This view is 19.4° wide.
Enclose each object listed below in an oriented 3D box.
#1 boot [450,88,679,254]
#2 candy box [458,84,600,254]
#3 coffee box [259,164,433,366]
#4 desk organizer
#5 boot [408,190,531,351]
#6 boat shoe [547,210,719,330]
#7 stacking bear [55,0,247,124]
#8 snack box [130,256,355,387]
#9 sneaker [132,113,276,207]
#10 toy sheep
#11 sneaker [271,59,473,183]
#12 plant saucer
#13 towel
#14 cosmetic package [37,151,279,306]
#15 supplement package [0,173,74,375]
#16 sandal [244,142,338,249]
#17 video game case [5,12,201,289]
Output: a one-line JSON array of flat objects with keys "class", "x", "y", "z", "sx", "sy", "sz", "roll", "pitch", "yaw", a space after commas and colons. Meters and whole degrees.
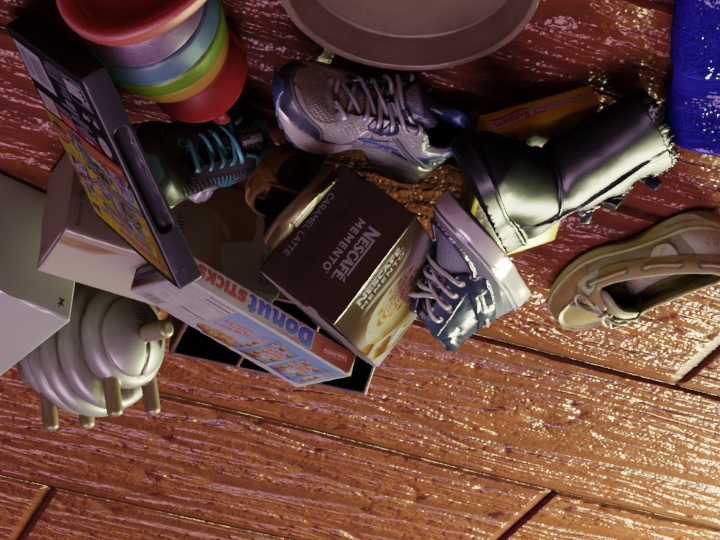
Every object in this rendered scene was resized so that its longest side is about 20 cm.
[{"class": "boot", "x": 0.164, "y": -0.089, "z": 1.652, "sx": 0.162, "sy": 0.074, "sz": 0.198, "roll": -28, "pitch": 159, "yaw": 5}, {"class": "candy box", "x": 0.133, "y": -0.075, "z": 1.755, "sx": 0.102, "sy": 0.026, "sz": 0.200, "roll": -19, "pitch": 152, "yaw": -18}, {"class": "coffee box", "x": 0.000, "y": 0.000, "z": 1.761, "sx": 0.080, "sy": 0.115, "sz": 0.200, "roll": 36, "pitch": 177, "yaw": 16}, {"class": "desk organizer", "x": -0.074, "y": 0.049, "z": 1.945, "sx": 0.199, "sy": 0.077, "sz": 0.072, "roll": 13, "pitch": 146, "yaw": -15}, {"class": "boot", "x": 0.078, "y": 0.008, "z": 1.736, "sx": 0.090, "sy": 0.073, "sz": 0.200, "roll": -40, "pitch": 152, "yaw": 1}, {"class": "boat shoe", "x": 0.247, "y": 0.014, "z": 1.881, "sx": 0.200, "sy": 0.063, "sz": 0.073, "roll": -27, "pitch": 137, "yaw": 37}, {"class": "stacking bear", "x": -0.143, "y": -0.177, "z": 1.579, "sx": 0.114, "sy": 0.121, "sz": 0.200, "roll": -47, "pitch": 155, "yaw": -6}, {"class": "snack box", "x": -0.098, "y": 0.045, "z": 1.789, "sx": 0.072, "sy": 0.024, "sz": 0.200, "roll": -15, "pitch": 143, "yaw": 44}, {"class": "sneaker", "x": -0.124, "y": -0.098, "z": 1.680, "sx": 0.091, "sy": 0.078, "sz": 0.200, "roll": -21, "pitch": -177, "yaw": 14}, {"class": "toy sheep", "x": -0.244, "y": 0.075, "z": 1.946, "sx": 0.199, "sy": 0.139, "sz": 0.138, "roll": -13, "pitch": 144, "yaw": 35}, {"class": "sneaker", "x": 0.013, "y": -0.130, "z": 1.655, "sx": 0.085, "sy": 0.078, "sz": 0.199, "roll": -18, "pitch": 159, "yaw": 38}, {"class": "plant saucer", "x": 0.037, "y": -0.221, "z": 1.569, "sx": 0.199, "sy": 0.030, "sz": 0.200, "roll": 1, "pitch": 147, "yaw": 1}, {"class": "towel", "x": 0.313, "y": -0.157, "z": 1.628, "sx": 0.147, "sy": 0.050, "sz": 0.200, "roll": -1, "pitch": 147, "yaw": 5}, {"class": "cosmetic package", "x": -0.170, "y": -0.030, "z": 1.809, "sx": 0.199, "sy": 0.106, "sz": 0.071, "roll": 17, "pitch": 143, "yaw": -23}, {"class": "supplement package", "x": -0.350, "y": 0.015, "z": 1.872, "sx": 0.121, "sy": 0.120, "sz": 0.200, "roll": 26, "pitch": 140, "yaw": -29}, {"class": "sandal", "x": -0.062, "y": -0.073, "z": 1.682, "sx": 0.054, "sy": 0.200, "sz": 0.080, "roll": 37, "pitch": 103, "yaw": -14}, {"class": "video game case", "x": -0.196, "y": -0.094, "z": 1.598, "sx": 0.025, "sy": 0.200, "sz": 0.181, "roll": -30, "pitch": 118, "yaw": -14}]
